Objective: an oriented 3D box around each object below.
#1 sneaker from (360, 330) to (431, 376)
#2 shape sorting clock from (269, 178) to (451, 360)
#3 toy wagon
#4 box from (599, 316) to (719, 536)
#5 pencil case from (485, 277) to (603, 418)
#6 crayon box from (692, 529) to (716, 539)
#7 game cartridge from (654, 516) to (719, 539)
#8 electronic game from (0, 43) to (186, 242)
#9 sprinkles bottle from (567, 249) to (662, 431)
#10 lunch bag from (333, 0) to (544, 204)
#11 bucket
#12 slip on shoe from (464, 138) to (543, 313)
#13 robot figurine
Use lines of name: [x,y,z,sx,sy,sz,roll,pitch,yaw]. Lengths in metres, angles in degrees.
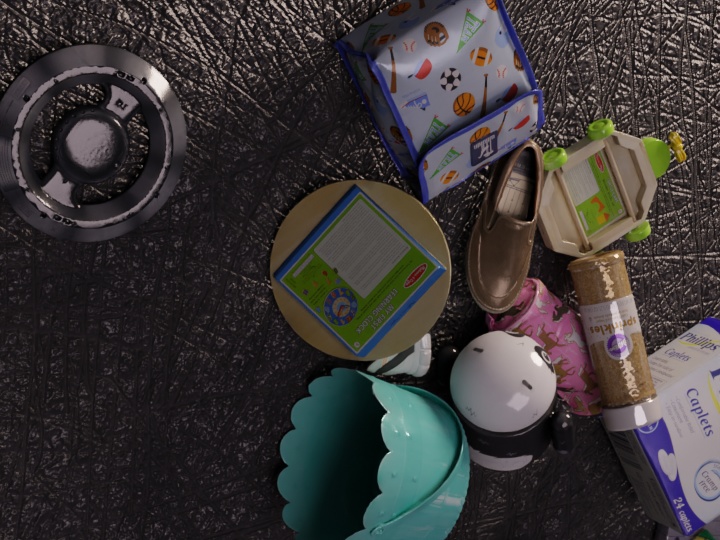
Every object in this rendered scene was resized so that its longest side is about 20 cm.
sneaker: [0.036,0.027,1.660,0.079,0.074,0.202,-5,106,-16]
shape sorting clock: [0.000,0.000,1.617,0.198,0.039,0.202,2,101,9]
toy wagon: [0.294,-0.100,1.755,0.199,0.040,0.156,-32,117,-13]
box: [0.419,0.191,1.847,0.199,0.105,0.185,-31,105,-13]
pencil case: [0.232,0.092,1.765,0.200,0.082,0.087,43,58,-29]
crayon box: [0.467,0.447,1.976,0.119,0.058,0.200,-40,125,1]
game cartridge: [0.487,0.303,1.974,0.198,0.038,0.131,4,101,-25]
electronic game: [-0.270,-0.126,1.490,0.198,0.042,0.202,-8,110,-21]
sprinkles bottle: [0.294,0.081,1.721,0.068,0.068,0.202,-15,93,-19]
lunch bag: [0.096,-0.190,1.591,0.169,0.124,0.201,-31,121,-9]
bucket: [0.016,0.217,1.643,0.134,0.207,0.209,17,99,-35]
slip on shoe: [0.168,-0.051,1.680,0.075,0.061,0.202,15,91,-9]
robot figurine: [0.164,0.150,1.700,0.148,0.126,0.201,-6,150,3]
